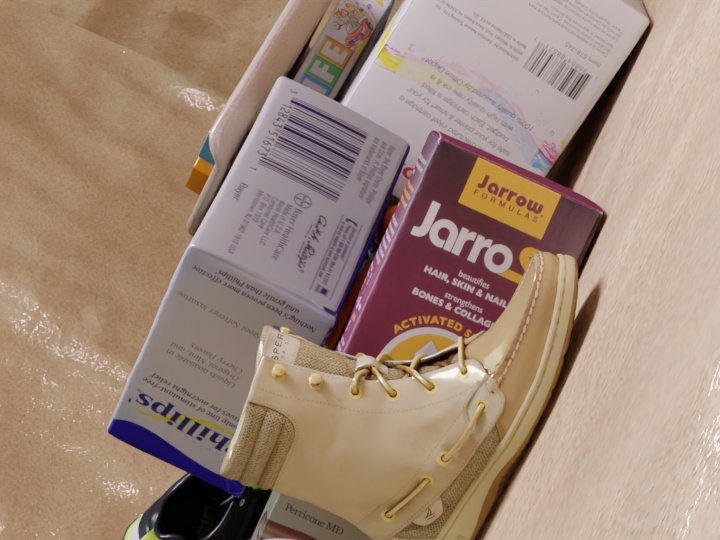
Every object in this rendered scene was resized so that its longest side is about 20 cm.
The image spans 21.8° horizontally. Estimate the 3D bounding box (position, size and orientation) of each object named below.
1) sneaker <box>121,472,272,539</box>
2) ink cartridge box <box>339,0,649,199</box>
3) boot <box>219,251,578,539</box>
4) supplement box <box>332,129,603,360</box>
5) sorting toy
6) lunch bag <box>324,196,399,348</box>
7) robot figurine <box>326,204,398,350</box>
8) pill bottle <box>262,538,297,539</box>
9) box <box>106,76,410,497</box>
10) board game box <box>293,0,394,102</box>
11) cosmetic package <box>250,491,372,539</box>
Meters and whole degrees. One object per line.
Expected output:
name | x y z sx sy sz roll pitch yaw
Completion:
sneaker | -0.089 0.165 1.386 0.200 0.072 0.083 -35 -11 -35
ink cartridge box | 0.086 -0.142 1.318 0.200 0.145 0.145 -55 6 16
boot | 0.020 0.057 1.029 0.073 0.155 0.201 -72 6 -68
supplement box | 0.053 0.029 1.128 0.086 0.110 0.201 -93 26 -83
sorting toy | -0.075 -0.129 1.368 0.186 0.036 0.200 -61 -1 -19
lunch bag | 0.000 0.000 1.484 0.200 0.139 0.168 -50 25 42
robot figurine | 0.038 0.044 1.278 0.144 0.116 0.200 -64 3 -8
pill bottle | -0.064 0.283 1.198 0.114 0.114 0.201 -73 7 -71
box | -0.067 0.012 1.243 0.200 0.105 0.184 -60 4 44
board game box | -0.039 -0.120 1.411 0.201 0.034 0.135 -61 0 -18
cosmetic package | -0.047 0.244 1.354 0.087 0.103 0.201 -75 7 -76
